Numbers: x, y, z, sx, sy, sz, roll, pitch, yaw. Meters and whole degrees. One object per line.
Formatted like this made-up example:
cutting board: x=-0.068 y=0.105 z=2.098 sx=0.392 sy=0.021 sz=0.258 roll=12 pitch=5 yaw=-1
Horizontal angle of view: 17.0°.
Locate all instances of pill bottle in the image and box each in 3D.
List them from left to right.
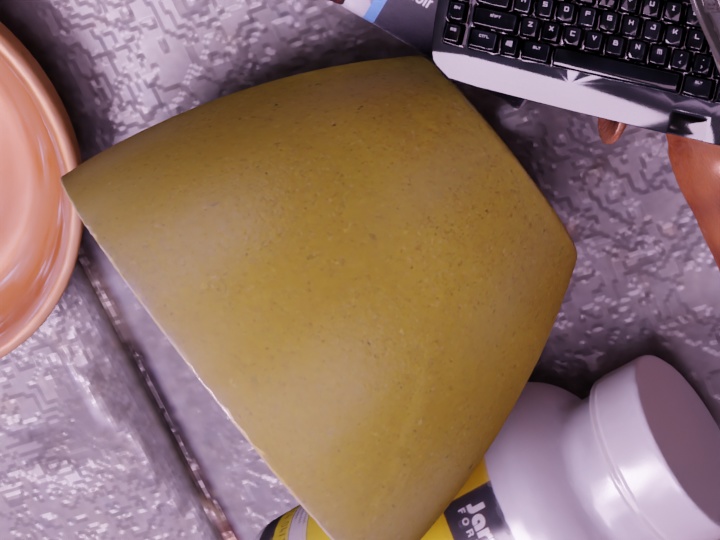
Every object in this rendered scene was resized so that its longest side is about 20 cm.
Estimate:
pill bottle: x=0.057 y=0.116 z=1.018 sx=0.200 sy=0.112 sz=0.112 roll=-32 pitch=109 yaw=24

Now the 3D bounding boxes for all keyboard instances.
keyboard: x=0.123 y=-0.097 z=0.842 sx=0.199 sy=0.040 sz=0.105 roll=13 pitch=98 yaw=15

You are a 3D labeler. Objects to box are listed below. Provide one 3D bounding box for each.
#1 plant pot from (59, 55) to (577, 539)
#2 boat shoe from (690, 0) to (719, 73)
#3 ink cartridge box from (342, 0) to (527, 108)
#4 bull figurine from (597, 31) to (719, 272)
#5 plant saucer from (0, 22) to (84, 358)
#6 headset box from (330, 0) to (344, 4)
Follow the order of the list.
plant pot: x=0.000 y=0.000 z=0.938 sx=0.142 sy=0.200 sz=0.200 roll=-38 pitch=108 yaw=-1
boat shoe: x=0.162 y=-0.057 z=0.800 sx=0.072 sy=0.066 sz=0.201 roll=-41 pitch=122 yaw=-14
ink cartridge box: x=0.029 y=-0.189 z=0.897 sx=0.198 sy=0.043 sz=0.200 roll=29 pitch=119 yaw=-5
bull figurine: x=0.162 y=-0.025 z=0.920 sx=0.065 sy=0.121 sz=0.200 roll=-45 pitch=127 yaw=-10
plant saucer: x=-0.211 y=-0.045 z=1.022 sx=0.199 sy=0.038 sz=0.201 roll=4 pitch=119 yaw=7
headset box: x=-0.080 y=-0.187 z=0.816 sx=0.199 sy=0.075 sz=0.149 roll=20 pitch=156 yaw=2
